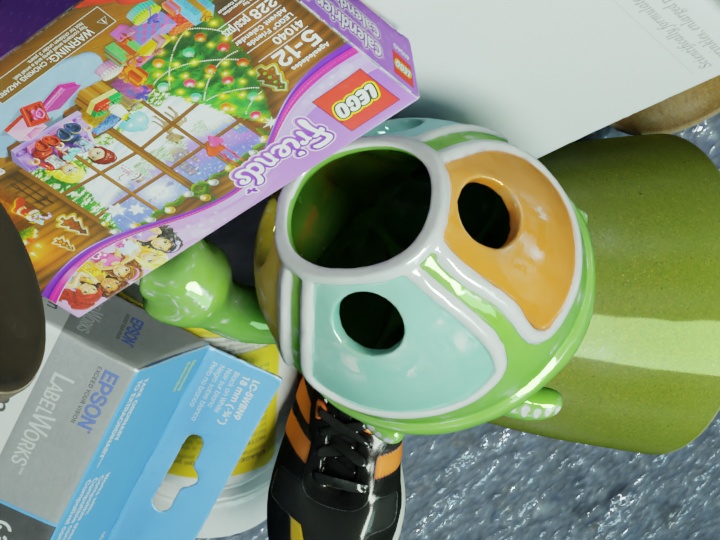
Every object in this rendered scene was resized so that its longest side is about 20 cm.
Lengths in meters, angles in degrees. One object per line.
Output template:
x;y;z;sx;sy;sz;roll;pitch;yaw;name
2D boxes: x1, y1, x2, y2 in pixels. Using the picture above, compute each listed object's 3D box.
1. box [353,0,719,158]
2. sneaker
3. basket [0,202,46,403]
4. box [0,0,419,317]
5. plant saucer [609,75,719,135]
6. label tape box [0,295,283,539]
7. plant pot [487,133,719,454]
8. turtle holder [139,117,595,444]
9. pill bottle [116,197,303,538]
0.042;-0.145;0.989;0.200;0.131;0.199;-24;151;24;box
-0.007;0.064;1.073;0.090;0.070;0.200;65;38;-65;sneaker
-0.239;0.035;0.878;0.200;0.136;0.180;-24;179;19;basket
-0.095;-0.068;0.900;0.200;0.039;0.137;-32;135;26;box
0.196;-0.171;1.255;0.200;0.035;0.200;-26;140;-24;plant saucer
-0.158;0.076;1.032;0.200;0.063;0.144;26;111;-6;label tape box
0.083;0.010;1.225;0.200;0.187;0.187;2;125;-26;plant pot
0.008;-0.009;0.970;0.141;0.185;0.132;-63;150;-9;turtle holder
-0.080;0.039;1.127;0.114;0.114;0.200;-23;138;-27;pill bottle
